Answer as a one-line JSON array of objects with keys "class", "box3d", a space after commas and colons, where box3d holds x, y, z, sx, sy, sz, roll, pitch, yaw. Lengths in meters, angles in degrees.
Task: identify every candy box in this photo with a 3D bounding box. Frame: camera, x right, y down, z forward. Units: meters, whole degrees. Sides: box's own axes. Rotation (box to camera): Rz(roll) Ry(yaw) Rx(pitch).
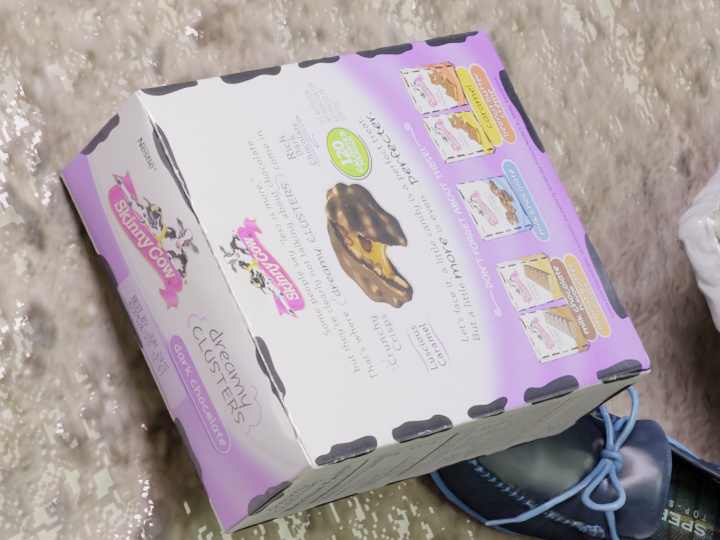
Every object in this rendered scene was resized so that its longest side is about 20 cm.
[{"class": "candy box", "box3d": [0.000, 0.000, 1.158, 0.199, 0.071, 0.169, -13, 72, -41]}]

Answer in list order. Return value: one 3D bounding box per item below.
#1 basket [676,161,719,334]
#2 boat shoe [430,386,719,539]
[{"class": "basket", "box3d": [0.276, 0.014, 1.332, 0.201, 0.160, 0.198, 67, 29, -11]}, {"class": "boat shoe", "box3d": [0.118, 0.088, 1.275, 0.199, 0.068, 0.085, 15, 72, -38]}]
